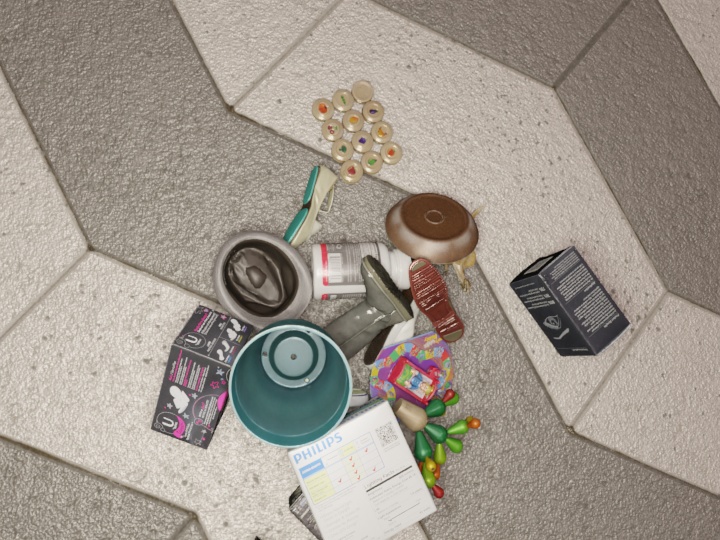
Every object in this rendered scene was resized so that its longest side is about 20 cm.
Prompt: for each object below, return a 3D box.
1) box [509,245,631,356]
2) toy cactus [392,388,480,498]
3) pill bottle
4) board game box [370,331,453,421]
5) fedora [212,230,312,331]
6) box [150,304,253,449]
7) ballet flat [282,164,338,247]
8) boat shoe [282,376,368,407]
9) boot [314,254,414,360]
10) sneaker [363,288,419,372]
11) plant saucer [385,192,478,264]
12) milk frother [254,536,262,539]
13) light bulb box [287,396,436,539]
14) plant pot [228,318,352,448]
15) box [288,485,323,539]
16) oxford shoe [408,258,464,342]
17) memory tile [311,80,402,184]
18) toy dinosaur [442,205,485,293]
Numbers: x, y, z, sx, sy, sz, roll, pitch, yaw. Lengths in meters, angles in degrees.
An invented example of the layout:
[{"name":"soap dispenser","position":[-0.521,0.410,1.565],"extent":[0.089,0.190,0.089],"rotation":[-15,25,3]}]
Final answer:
[{"name":"box","position":[0.429,0.069,1.182],"extent":[0.104,0.148,0.201],"rotation":[-36,89,-12]},{"name":"toy cactus","position":[0.134,0.299,1.066],"extent":[0.164,0.102,0.202],"rotation":[36,63,-14]},{"name":"pill bottle","position":[0.000,0.000,1.145],"extent":[0.196,0.111,0.113],"rotation":[-2,82,-9]},{"name":"board game box","position":[0.114,0.216,1.126],"extent":[0.197,0.039,0.161],"rotation":[-15,103,-25]},{"name":"fedora","position":[-0.196,0.021,1.123],"extent":[0.199,0.090,0.178],"rotation":[39,79,-8]},{"name":"box","position":[-0.284,0.189,1.021],"extent":[0.113,0.133,0.202],"rotation":[22,118,-5]},{"name":"ballet flat","position":[-0.098,-0.120,1.177],"extent":[0.068,0.069,0.203],"rotation":[23,78,-4]},{"name":"boat shoe","position":[-0.080,0.230,1.120],"extent":[0.196,0.072,0.063],"rotation":[6,83,-5]},{"name":"boot","position":[-0.016,0.084,1.095],"extent":[0.198,0.073,0.183],"rotation":[-27,118,16]},{"name":"sneaker","position":[0.083,0.128,1.171],"extent":[0.084,0.072,0.202],"rotation":[40,73,-28]},{"name":"plant saucer","position":[0.149,-0.099,1.168],"extent":[0.196,0.037,0.203],"rotation":[3,49,-3]},{"name":"milk frother","position":[-0.142,0.622,1.024],"extent":[0.185,0.181,0.203],"rotation":[19,119,1]},{"name":"light bulb box","position":[-0.003,0.357,0.996],"extent":[0.195,0.125,0.203],"rotation":[-24,86,-11]},{"name":"plant pot","position":[-0.117,0.173,0.996],"extent":[0.196,0.188,0.204],"rotation":[-1,98,-5]},{"name":"box","position":[-0.015,0.425,1.092],"extent":[0.164,0.086,0.200],"rotation":[43,78,0]},{"name":"oxford shoe","position":[0.143,0.053,1.146],"extent":[0.069,0.075,0.202],"rotation":[-25,116,3]},{"name":"memory tile","position":[-0.006,-0.302,1.238],"extent":[0.151,0.017,0.203],"rotation":[-24,85,-11]},{"name":"toy dinosaur","position":[0.210,-0.052,1.224],"extent":[0.100,0.058,0.204],"rotation":[17,74,-22]}]
